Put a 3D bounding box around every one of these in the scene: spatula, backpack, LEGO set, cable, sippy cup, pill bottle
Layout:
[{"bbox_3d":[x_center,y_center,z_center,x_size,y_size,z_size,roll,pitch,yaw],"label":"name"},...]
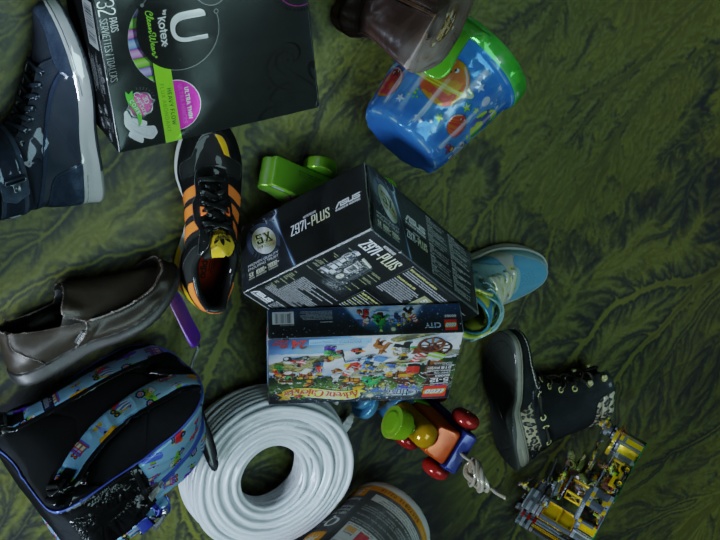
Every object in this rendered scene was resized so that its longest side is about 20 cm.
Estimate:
[{"bbox_3d":[-0.174,0.116,1.311,0.020,0.057,0.201,-8,100,3],"label":"spatula"},{"bbox_3d":[-0.247,0.176,1.264,0.200,0.182,0.135,-36,131,-22],"label":"backpack"},{"bbox_3d":[0.269,0.266,1.579,0.154,0.116,0.200,-54,163,-22],"label":"LEGO set"},{"bbox_3d":[-0.105,0.223,1.407,0.199,0.069,0.201,14,105,-30],"label":"cable"},{"bbox_3d":[0.078,-0.177,1.272,0.130,0.139,0.178,-51,133,-11],"label":"sippy cup"},{"bbox_3d":[-0.015,0.340,1.426,0.200,0.116,0.117,-36,128,-47],"label":"pill bottle"}]

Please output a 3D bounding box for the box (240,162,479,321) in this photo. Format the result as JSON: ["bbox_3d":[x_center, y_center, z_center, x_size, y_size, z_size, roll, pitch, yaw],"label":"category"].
[{"bbox_3d":[0.000,0.000,1.291,0.163,0.086,0.200,-26,140,27],"label":"box"}]

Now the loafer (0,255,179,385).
[{"bbox_3d":[-0.274,0.040,1.245,0.200,0.073,0.071,-32,123,-10],"label":"loafer"}]

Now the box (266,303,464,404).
[{"bbox_3d":[0.001,0.089,1.310,0.199,0.038,0.137,-2,145,-5],"label":"box"}]

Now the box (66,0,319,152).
[{"bbox_3d":[-0.157,-0.215,1.164,0.199,0.124,0.149,-16,118,-20],"label":"box"}]

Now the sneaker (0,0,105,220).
[{"bbox_3d":[-0.320,-0.142,1.144,0.146,0.077,0.203,-14,118,-23],"label":"sneaker"}]

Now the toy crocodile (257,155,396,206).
[{"bbox_3d":[-0.022,-0.071,1.332,0.199,0.062,0.068,17,63,-28],"label":"toy crocodile"}]

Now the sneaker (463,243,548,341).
[{"bbox_3d":[0.149,0.030,1.412,0.199,0.131,0.080,-11,114,-22],"label":"sneaker"}]

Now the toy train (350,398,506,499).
[{"bbox_3d":[0.074,0.185,1.397,0.116,0.200,0.085,25,99,-35],"label":"toy train"}]

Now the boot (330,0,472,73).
[{"bbox_3d":[0.066,-0.284,1.196,0.064,0.200,0.187,31,95,-29],"label":"boot"}]

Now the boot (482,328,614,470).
[{"bbox_3d":[0.235,0.137,1.535,0.153,0.073,0.204,-21,125,-19],"label":"boot"}]

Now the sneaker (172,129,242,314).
[{"bbox_3d":[-0.146,-0.052,1.258,0.070,0.090,0.201,-4,113,-24],"label":"sneaker"}]
